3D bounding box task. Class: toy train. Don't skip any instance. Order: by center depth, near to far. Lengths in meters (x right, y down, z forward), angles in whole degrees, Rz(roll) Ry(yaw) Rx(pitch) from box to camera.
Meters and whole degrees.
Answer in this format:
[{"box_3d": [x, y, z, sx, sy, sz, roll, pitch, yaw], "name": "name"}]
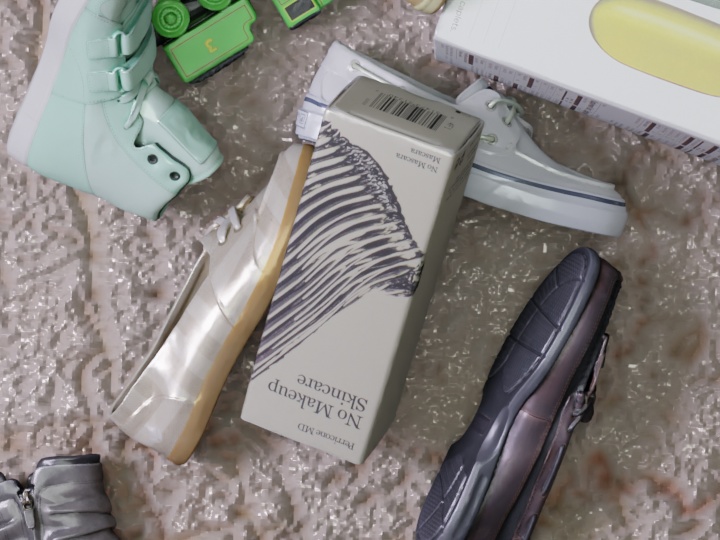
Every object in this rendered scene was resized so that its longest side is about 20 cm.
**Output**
[{"box_3d": [-0.033, -0.175, 1.595, 0.199, 0.042, 0.057, -31, 99, 2], "name": "toy train"}]

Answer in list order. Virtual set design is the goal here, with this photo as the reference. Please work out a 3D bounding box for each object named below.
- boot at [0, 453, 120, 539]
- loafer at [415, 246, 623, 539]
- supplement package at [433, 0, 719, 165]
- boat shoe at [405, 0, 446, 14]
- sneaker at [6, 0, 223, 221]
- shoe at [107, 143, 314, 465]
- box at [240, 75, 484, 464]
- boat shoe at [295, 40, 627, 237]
[{"box_3d": [-0.221, 0.195, 1.599, 0.199, 0.070, 0.132, -26, 87, -9], "name": "boot"}, {"box_3d": [0.102, 0.084, 1.585, 0.063, 0.072, 0.201, 26, 98, -18], "name": "loafer"}, {"box_3d": [0.158, -0.158, 1.530, 0.199, 0.151, 0.153, 21, 91, 2], "name": "supplement package"}, {"box_3d": [0.015, -0.218, 1.505, 0.062, 0.201, 0.073, 16, 128, -27], "name": "boat shoe"}, {"box_3d": [-0.117, -0.114, 1.545, 0.118, 0.074, 0.201, 28, 134, 1], "name": "sneaker"}, {"box_3d": [-0.081, 0.013, 1.582, 0.053, 0.070, 0.201, 26, 94, -6], "name": "shoe"}, {"box_3d": [0.000, 0.000, 1.541, 0.082, 0.068, 0.201, 19, 114, 9], "name": "box"}, {"box_3d": [0.063, -0.077, 1.573, 0.199, 0.074, 0.067, 19, 94, 3], "name": "boat shoe"}]
